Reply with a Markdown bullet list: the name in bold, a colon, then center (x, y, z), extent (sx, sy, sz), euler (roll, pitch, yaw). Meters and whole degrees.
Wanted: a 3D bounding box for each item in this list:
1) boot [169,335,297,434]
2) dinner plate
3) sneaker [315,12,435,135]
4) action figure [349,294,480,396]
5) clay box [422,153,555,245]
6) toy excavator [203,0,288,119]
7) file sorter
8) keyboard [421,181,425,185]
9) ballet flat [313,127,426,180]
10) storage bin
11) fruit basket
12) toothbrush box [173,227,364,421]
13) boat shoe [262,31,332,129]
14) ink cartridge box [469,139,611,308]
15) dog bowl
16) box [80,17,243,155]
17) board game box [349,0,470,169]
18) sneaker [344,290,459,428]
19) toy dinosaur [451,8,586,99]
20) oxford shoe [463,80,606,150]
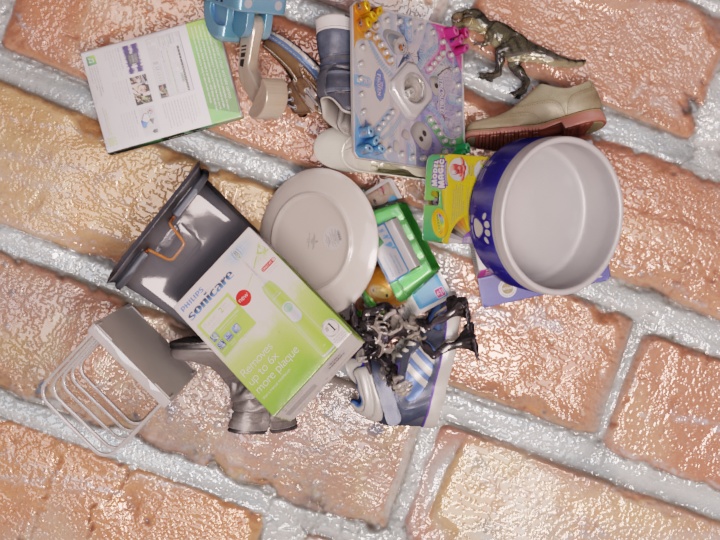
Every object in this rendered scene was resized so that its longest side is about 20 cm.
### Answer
- **boot**: center (-0.172, 0.162, 1.547), extent (0.197, 0.070, 0.134), euler (8, 93, -18)
- **dinner plate**: center (-0.064, -0.038, 1.528), extent (0.198, 0.024, 0.203), euler (1, 92, 31)
- **sneaker**: center (0.026, -0.247, 1.498), extent (0.200, 0.077, 0.148), euler (7, 76, -33)
- **action figure**: center (0.052, 0.093, 1.478), extent (0.197, 0.102, 0.120), euler (-12, 115, 7)
- **clay box**: center (0.161, -0.092, 1.479), extent (0.197, 0.047, 0.117), euler (2, 95, -26)
- **toy excavator**: center (-0.150, -0.319, 1.497), extent (0.099, 0.194, 0.203), euler (-7, 115, -38)
- **file sorter**: center (-0.323, 0.148, 1.503), extent (0.139, 0.200, 0.125), euler (45, 94, -3)
- **keyboard**: center (0.077, -0.180, 1.577), extent (0.056, 0.011, 0.201), euler (-40, 93, 2)
- **ballet flat**: center (0.037, -0.155, 1.518), extent (0.197, 0.069, 0.071), euler (8, 94, -16)
- **storage bin**: center (-0.230, -0.026, 1.530), extent (0.134, 0.146, 0.201), euler (38, 93, -13)
- **fruit basket**: center (0.000, 0.000, 1.546), extent (0.198, 0.094, 0.187), euler (-28, 87, 9)
- **toothbrush box**: center (-0.117, 0.070, 1.445), extent (0.146, 0.086, 0.200), euler (-45, 72, 0)
- **boat shoe**: center (-0.068, -0.244, 1.542), extent (0.200, 0.072, 0.073), euler (42, 98, 0)
- **ink cartridge box**: center (0.246, -0.064, 1.565), extent (0.194, 0.043, 0.203), euler (-13, 92, -4)
- **dog bowl**: center (0.240, -0.072, 1.450), extent (0.198, 0.079, 0.203), euler (-4, 97, -28)
- **box**: center (-0.274, -0.256, 1.559), extent (0.197, 0.036, 0.146), euler (-15, 93, 2)
- **board game box**: center (0.071, -0.238, 1.470), extent (0.198, 0.026, 0.203), euler (4, 82, -39)
- **sneaker**: center (0.052, 0.118, 1.560), extent (0.144, 0.081, 0.203), euler (10, 99, -5)
- **toy dinosaur**: center (0.211, -0.293, 1.554), extent (0.198, 0.047, 0.089), euler (23, 87, -5)
- **oxford shoe**: center (0.236, -0.215, 1.555), extent (0.197, 0.071, 0.075), euler (-9, 76, -2)
